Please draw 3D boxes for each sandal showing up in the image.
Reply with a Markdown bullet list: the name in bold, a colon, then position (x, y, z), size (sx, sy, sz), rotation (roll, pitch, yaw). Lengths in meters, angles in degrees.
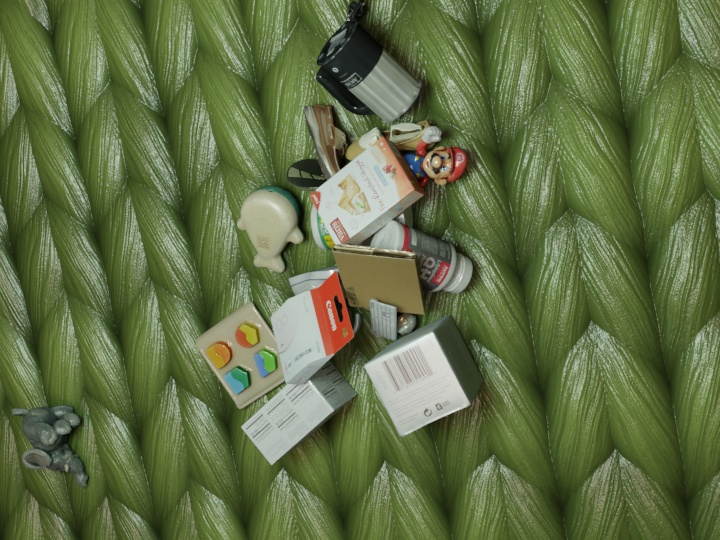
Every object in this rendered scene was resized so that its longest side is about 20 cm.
- **sandal**: position (-0.063, -0.188, 1.724), size (0.201, 0.057, 0.080), rotation (9, 61, 5)

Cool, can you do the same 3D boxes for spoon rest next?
- **spoon rest**: position (-0.097, 0.130, 1.768), size (0.200, 0.099, 0.061), rotation (-4, 83, 9)

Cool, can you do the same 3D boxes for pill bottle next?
- **pill bottle**: position (0.126, -0.021, 1.625), size (0.200, 0.111, 0.111), rotation (20, 106, -26)
- **pill bottle**: position (0.005, -0.108, 1.689), size (0.200, 0.113, 0.113), rotation (-5, 96, 18)

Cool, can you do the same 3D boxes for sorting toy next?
- **sorting toy**: position (-0.271, 0.200, 1.856), size (0.185, 0.036, 0.200), rotation (-34, 87, 18)

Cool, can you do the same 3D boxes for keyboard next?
- **keyboard**: position (0.049, 0.107, 1.674), size (0.056, 0.200, 0.011), rotation (22, 69, 12)

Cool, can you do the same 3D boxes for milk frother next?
- **milk frother**: position (0.024, -0.435, 1.635), size (0.188, 0.180, 0.200), rotation (37, 76, -26)

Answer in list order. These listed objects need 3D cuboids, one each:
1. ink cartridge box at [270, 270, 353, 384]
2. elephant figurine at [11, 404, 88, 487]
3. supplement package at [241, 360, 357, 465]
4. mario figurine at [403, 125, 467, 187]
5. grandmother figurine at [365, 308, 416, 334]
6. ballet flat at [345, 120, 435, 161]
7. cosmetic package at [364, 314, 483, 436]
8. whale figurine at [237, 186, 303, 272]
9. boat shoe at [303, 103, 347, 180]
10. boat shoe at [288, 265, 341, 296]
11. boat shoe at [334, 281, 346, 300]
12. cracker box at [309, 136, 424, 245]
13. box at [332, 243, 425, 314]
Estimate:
- **ink cartridge box**: position (-0.104, 0.116, 1.628), size (0.200, 0.057, 0.163), rotation (-48, 47, 41)
- **elephant figurine**: position (-0.777, 0.447, 2.006), size (0.155, 0.141, 0.200), rotation (36, 126, 39)
- **supplement package**: position (-0.133, 0.309, 1.765), size (0.200, 0.156, 0.111), rotation (-43, 81, 17)
- **mario figurine**: position (0.115, -0.215, 1.610), size (0.200, 0.106, 0.124), rotation (-6, 127, 12)
- **grandmother figurine**: position (0.058, 0.059, 1.688), size (0.121, 0.061, 0.200), rotation (-12, 127, 38)
- **ballet flat**: position (0.058, -0.278, 1.672), size (0.200, 0.063, 0.069), rotation (-9, 51, 13)
- **cosmetic package**: position (0.136, 0.212, 1.646), size (0.165, 0.200, 0.165), rotation (-28, 88, 18)
- **whale figurine**: position (-0.194, -0.095, 1.773), size (0.159, 0.104, 0.200), rotation (13, 125, 14)
- **boat shoe**: position (-0.063, -0.271, 1.686), size (0.072, 0.076, 0.200), rotation (-16, 72, -5)
- **boat shoe**: position (-0.086, 0.030, 1.722), size (0.200, 0.073, 0.065), rotation (-14, 92, 61)
- **boat shoe**: position (0.000, 0.000, 1.728), size (0.200, 0.068, 0.075), rotation (-37, 86, 18)
- **cracker box**: position (0.010, -0.150, 1.587), size (0.200, 0.058, 0.134), rotation (-37, 68, 20)
- **box**: position (0.041, 0.020, 1.571), size (0.163, 0.200, 0.021), rotation (6, 57, 15)
